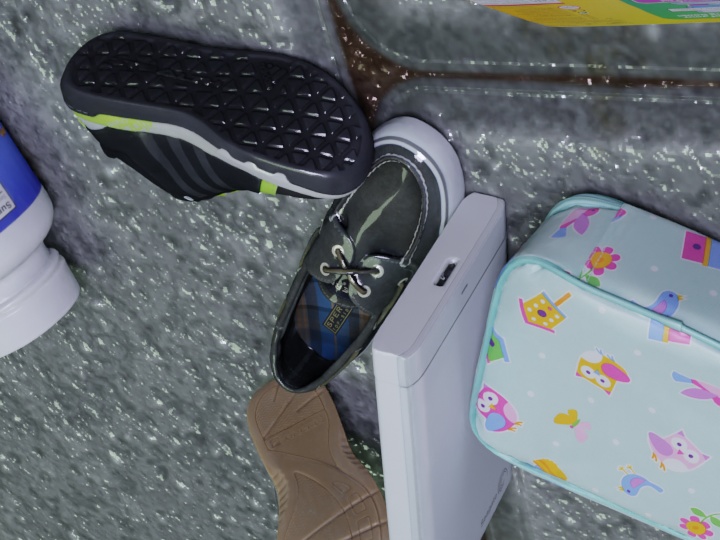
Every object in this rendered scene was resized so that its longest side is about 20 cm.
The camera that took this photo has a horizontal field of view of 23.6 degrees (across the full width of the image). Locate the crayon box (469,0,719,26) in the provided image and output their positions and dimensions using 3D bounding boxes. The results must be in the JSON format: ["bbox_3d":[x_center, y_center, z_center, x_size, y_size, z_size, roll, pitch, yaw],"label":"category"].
[{"bbox_3d":[0.136,-0.131,0.651,0.199,0.119,0.059,2,90,30],"label":"crayon box"}]

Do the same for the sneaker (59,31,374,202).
[{"bbox_3d":[-0.074,-0.074,0.940,0.199,0.072,0.083,21,148,27],"label":"sneaker"}]

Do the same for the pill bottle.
[{"bbox_3d":[-0.257,-0.048,1.048,0.112,0.112,0.201,-11,119,41],"label":"pill bottle"}]

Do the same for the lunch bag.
[{"bbox_3d":[0.154,0.059,0.874,0.199,0.077,0.161,24,138,16],"label":"lunch bag"}]

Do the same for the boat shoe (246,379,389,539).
[{"bbox_3d":[-0.016,0.147,1.019,0.072,0.201,0.065,-28,135,2],"label":"boat shoe"}]

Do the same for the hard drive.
[{"bbox_3d":[0.048,0.078,0.924,0.026,0.132,0.201,13,132,21],"label":"hard drive"}]

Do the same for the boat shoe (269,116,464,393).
[{"bbox_3d":[0.000,0.000,0.947,0.068,0.057,0.201,33,138,6],"label":"boat shoe"}]
